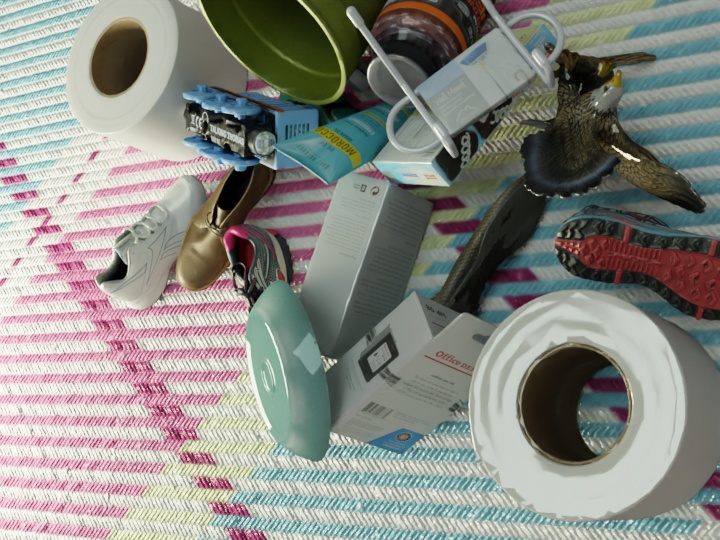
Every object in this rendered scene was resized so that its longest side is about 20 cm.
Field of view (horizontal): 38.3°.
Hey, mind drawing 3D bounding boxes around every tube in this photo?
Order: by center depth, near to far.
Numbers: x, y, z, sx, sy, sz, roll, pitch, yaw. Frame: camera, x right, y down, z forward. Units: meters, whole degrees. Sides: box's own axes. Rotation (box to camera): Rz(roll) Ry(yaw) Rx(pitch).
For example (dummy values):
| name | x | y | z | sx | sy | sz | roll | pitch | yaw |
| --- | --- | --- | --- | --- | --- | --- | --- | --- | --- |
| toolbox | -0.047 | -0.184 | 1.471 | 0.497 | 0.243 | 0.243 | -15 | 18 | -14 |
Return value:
| name | x | y | z | sx | sy | sz | roll | pitch | yaw |
| --- | --- | --- | --- | --- | --- | --- | --- | --- | --- |
| tube | -0.003 | -0.143 | 1.129 | 0.077 | 0.200 | 0.050 | 32 | 129 | 24 |

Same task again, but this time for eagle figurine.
| name | x | y | z | sx | sy | sz | roll | pitch | yaw |
| --- | --- | --- | --- | --- | --- | --- | --- | --- | --- |
| eagle figurine | 0.230 | -0.130 | 1.004 | 0.152 | 0.151 | 0.200 | -17 | 63 | 18 |

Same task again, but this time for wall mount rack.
| name | x | y | z | sx | sy | sz | roll | pitch | yaw |
| --- | --- | --- | --- | --- | --- | --- | --- | --- | --- |
| wall mount rack | 0.089 | -0.212 | 0.998 | 0.200 | 0.075 | 0.174 | -36 | 71 | 5 |

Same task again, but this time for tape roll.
| name | x | y | z | sx | sy | sz | roll | pitch | yaw |
| --- | --- | --- | --- | --- | --- | --- | --- | --- | --- |
| tape roll | 0.220 | 0.127 | 0.955 | 0.203 | 0.139 | 0.203 | -8 | 76 | 33 |
| tape roll | -0.269 | -0.258 | 1.370 | 0.203 | 0.139 | 0.203 | -7 | 76 | 31 |

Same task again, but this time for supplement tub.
| name | x | y | z | sx | sy | sz | roll | pitch | yaw |
| --- | --- | --- | --- | --- | --- | --- | --- | --- | --- |
| supplement tub | 0.075 | -0.264 | 1.114 | 0.107 | 0.107 | 0.200 | 0 | 48 | 33 |

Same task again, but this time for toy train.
| name | x | y | z | sx | sy | sz | roll | pitch | yaw |
| --- | --- | --- | --- | --- | --- | --- | --- | --- | --- |
| toy train | -0.136 | -0.172 | 1.244 | 0.200 | 0.114 | 0.087 | 28 | 119 | 52 |

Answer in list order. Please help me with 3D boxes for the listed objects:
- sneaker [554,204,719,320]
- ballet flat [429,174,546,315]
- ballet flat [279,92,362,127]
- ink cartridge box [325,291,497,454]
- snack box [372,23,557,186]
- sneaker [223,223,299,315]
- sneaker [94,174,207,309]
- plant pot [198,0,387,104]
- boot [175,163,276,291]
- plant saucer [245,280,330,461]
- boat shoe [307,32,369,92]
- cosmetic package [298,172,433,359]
| name | x | y | z | sx | sy | sz | roll | pitch | yaw |
| --- | --- | --- | --- | --- | --- | --- | --- | --- | --- |
| sneaker | 0.290 | -0.021 | 0.985 | 0.200 | 0.096 | 0.079 | 20 | 119 | 11 |
| ballet flat | 0.130 | -0.018 | 1.106 | 0.200 | 0.067 | 0.046 | -61 | 39 | 13 |
| ballet flat | -0.033 | -0.176 | 1.251 | 0.200 | 0.067 | 0.070 | 48 | 131 | 31 |
| ink cartridge box | 0.063 | 0.098 | 1.074 | 0.200 | 0.116 | 0.067 | -43 | 43 | 24 |
| snack box | 0.110 | -0.174 | 1.090 | 0.200 | 0.037 | 0.116 | -51 | 26 | -15 |
| sneaker | -0.114 | 0.036 | 1.244 | 0.081 | 0.075 | 0.200 | -34 | 64 | 23 |
| sneaker | -0.270 | -0.038 | 1.355 | 0.074 | 0.087 | 0.200 | 37 | 99 | 35 |
| plant pot | -0.043 | -0.323 | 1.144 | 0.200 | 0.200 | 0.193 | 23 | 65 | 35 |
| boot | -0.180 | -0.060 | 1.299 | 0.074 | 0.075 | 0.200 | 32 | 102 | 4 |
| plant saucer | -0.085 | 0.111 | 1.114 | 0.200 | 0.036 | 0.200 | 169 | 90 | -69 |
| boat shoe | -0.033 | -0.298 | 1.271 | 0.086 | 0.075 | 0.202 | -46 | 52 | 5 |
| cosmetic package | 0.000 | 0.000 | 1.160 | 0.071 | 0.101 | 0.200 | 19 | 90 | 35 |
